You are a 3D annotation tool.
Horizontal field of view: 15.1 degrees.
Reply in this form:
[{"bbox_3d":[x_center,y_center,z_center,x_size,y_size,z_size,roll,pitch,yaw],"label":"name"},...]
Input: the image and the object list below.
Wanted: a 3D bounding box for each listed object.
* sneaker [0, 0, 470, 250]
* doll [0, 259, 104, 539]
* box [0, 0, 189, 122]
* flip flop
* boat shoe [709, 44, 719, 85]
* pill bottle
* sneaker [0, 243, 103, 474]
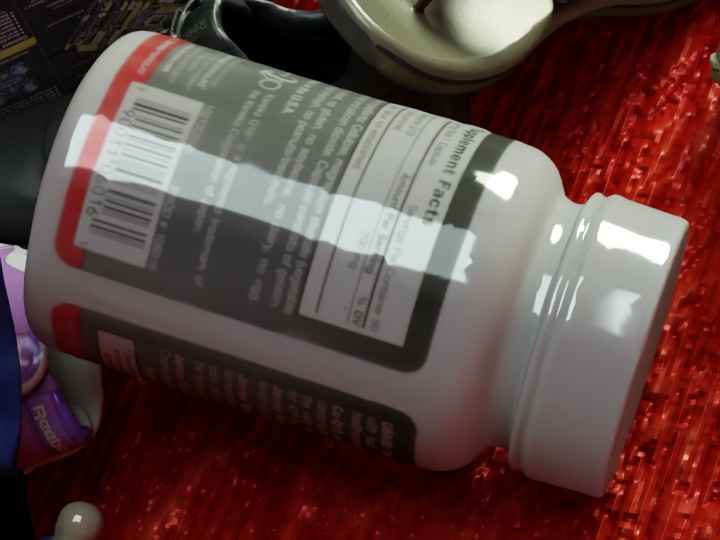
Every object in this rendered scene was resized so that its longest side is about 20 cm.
[{"bbox_3d":[-0.065,-0.062,1.002,0.200,0.091,0.076,-15,55,9],"label":"sneaker"},{"bbox_3d":[-0.151,0.082,0.886,0.136,0.200,0.048,-8,14,-14],"label":"doll"},{"bbox_3d":[-0.150,-0.107,1.016,0.200,0.161,0.049,-24,51,2],"label":"box"},{"bbox_3d":[0.065,-0.118,0.970,0.200,0.058,0.081,-17,63,-35],"label":"flip flop"},{"bbox_3d":[0.192,-0.034,0.923,0.073,0.063,0.201,-3,42,-43],"label":"boat shoe"},{"bbox_3d":[0.000,0.000,0.904,0.200,0.114,0.114,17,62,9],"label":"pill bottle"},{"bbox_3d":[-0.157,0.070,0.938,0.114,0.073,0.201,3,57,32],"label":"sneaker"}]
